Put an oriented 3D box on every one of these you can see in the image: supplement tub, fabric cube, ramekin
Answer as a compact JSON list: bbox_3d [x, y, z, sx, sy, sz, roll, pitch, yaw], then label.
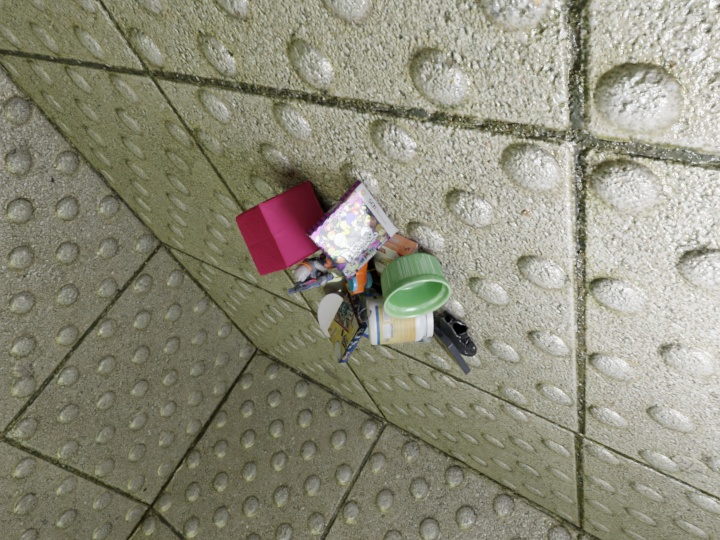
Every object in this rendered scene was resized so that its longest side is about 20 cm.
[{"bbox_3d":[0.118,0.147,1.656,0.193,0.149,0.146,-4,153,-1],"label":"supplement tub"},{"bbox_3d":[-0.230,-0.125,1.630,0.197,0.194,0.205,-12,105,57],"label":"fabric cube"},{"bbox_3d":[0.148,0.041,1.507,0.193,0.100,0.202,-10,148,-6],"label":"ramekin"}]

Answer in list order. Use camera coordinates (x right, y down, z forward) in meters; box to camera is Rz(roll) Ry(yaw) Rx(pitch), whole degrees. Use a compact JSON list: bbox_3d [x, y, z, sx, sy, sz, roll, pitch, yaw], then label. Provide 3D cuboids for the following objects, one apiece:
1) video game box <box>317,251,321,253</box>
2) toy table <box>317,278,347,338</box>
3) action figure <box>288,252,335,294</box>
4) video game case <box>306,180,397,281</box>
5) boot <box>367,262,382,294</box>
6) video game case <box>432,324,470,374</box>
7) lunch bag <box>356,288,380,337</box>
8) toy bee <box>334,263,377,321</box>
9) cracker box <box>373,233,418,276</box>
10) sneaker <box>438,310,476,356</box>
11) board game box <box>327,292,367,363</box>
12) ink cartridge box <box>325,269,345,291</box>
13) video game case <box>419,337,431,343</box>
[{"bbox_3d":[-0.164,-0.130,1.815,0.197,0.047,0.183,7,146,51],"label":"video game box"},{"bbox_3d":[-0.074,0.129,1.916,0.180,0.118,0.203,30,131,5],"label":"toy table"},{"bbox_3d":[-0.145,-0.002,1.620,0.196,0.192,0.108,-20,91,34],"label":"action figure"},{"bbox_3d":[-0.020,-0.105,1.452,0.182,0.200,0.036,48,176,-30],"label":"video game case"},{"bbox_3d":[0.000,0.000,1.718,0.196,0.074,0.167,27,-169,-14],"label":"boot"},{"bbox_3d":[0.281,0.241,1.809,0.181,0.025,0.201,49,178,45],"label":"video game case"},{"bbox_3d":[0.070,0.134,1.807,0.196,0.126,0.175,16,124,38],"label":"lunch bag"},{"bbox_3d":[-0.021,0.029,1.583,0.128,0.206,0.108,11,-168,-31],"label":"toy bee"},{"bbox_3d":[0.106,-0.029,1.599,0.131,0.058,0.202,26,155,23],"label":"cracker box"},{"bbox_3d":[0.321,0.209,1.750,0.199,0.060,0.104,43,162,-8],"label":"sneaker"},{"bbox_3d":[-0.046,0.191,1.788,0.202,0.034,0.138,-61,39,42],"label":"board game box"},{"bbox_3d":[-0.021,0.049,1.938,0.196,0.045,0.179,28,130,7],"label":"ink cartridge box"},{"bbox_3d":[0.153,0.212,2.056,0.182,0.024,0.198,44,157,-18],"label":"video game case"}]
